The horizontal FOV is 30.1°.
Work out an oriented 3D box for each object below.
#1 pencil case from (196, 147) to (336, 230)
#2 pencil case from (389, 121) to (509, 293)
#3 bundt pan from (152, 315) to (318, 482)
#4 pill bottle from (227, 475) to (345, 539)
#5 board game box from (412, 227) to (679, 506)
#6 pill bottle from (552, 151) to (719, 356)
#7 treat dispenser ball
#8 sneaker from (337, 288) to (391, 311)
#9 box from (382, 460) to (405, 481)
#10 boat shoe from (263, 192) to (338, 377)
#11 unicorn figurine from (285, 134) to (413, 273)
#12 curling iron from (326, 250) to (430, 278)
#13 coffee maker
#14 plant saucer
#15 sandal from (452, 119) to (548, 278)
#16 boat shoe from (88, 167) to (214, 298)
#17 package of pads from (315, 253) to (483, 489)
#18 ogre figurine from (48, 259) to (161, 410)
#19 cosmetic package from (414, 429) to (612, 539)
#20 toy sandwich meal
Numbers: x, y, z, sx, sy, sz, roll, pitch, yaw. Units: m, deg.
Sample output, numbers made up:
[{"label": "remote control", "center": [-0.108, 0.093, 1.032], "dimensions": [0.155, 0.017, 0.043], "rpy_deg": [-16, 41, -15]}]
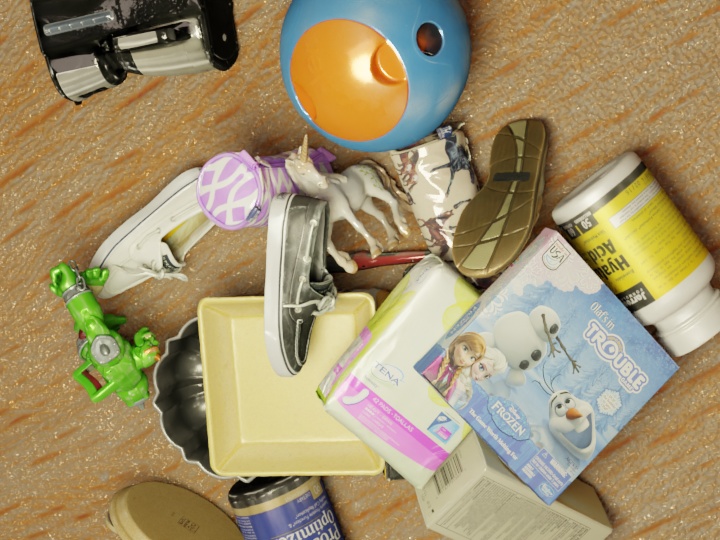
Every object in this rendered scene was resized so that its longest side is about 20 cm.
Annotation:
[{"label": "pencil case", "center": [-0.098, -0.093, 1.433], "dimensions": [0.083, 0.200, 0.086], "rpy_deg": [34, 107, 15]}, {"label": "pencil case", "center": [0.106, -0.057, 1.455], "dimensions": [0.088, 0.078, 0.202], "rpy_deg": [-22, 97, 2]}, {"label": "bundt pan", "center": [-0.136, 0.137, 1.551], "dimensions": [0.199, 0.076, 0.205], "rpy_deg": [2, 100, 10]}, {"label": "pill bottle", "center": [-0.070, 0.328, 1.562], "dimensions": [0.111, 0.112, 0.202], "rpy_deg": [-20, 97, 16]}, {"label": "board game box", "center": [0.190, 0.098, 1.365], "dimensions": [0.199, 0.043, 0.200], "rpy_deg": [-46, 103, -4]}, {"label": "pill bottle", "center": [0.300, -0.014, 1.403], "dimensions": [0.111, 0.111, 0.201], "rpy_deg": [-37, 92, 17]}, {"label": "treat dispenser ball", "center": [0.015, -0.224, 1.377], "dimensions": [0.198, 0.201, 0.204], "rpy_deg": [3, 103, 12]}, {"label": "sneaker", "center": [0.001, 0.118, 1.531], "dimensions": [0.087, 0.075, 0.203], "rpy_deg": [7, 100, 27]}, {"label": "box", "center": [0.116, 0.140, 1.477], "dimensions": [0.197, 0.049, 0.162], "rpy_deg": [-4, 104, -9]}, {"label": "boat shoe", "center": [-0.057, 0.019, 1.381], "dimensions": [0.067, 0.074, 0.202], "rpy_deg": [8, 107, 16]}, {"label": "unicorn figurine", "center": [-0.015, -0.074, 1.421], "dimensions": [0.073, 0.200, 0.138], "rpy_deg": [-33, 89, 20]}, {"label": "curling iron", "center": [0.000, 0.000, 1.519], "dimensions": [0.197, 0.026, 0.050], "rpy_deg": [2, 99, 13]}, {"label": "coffee maker", "center": [-0.250, -0.296, 1.475], "dimensions": [0.197, 0.135, 0.195], "rpy_deg": [-8, 77, 13]}, {"label": "plant saucer", "center": [-0.072, 0.122, 1.474], "dimensions": [0.197, 0.048, 0.203], "rpy_deg": [-2, 100, 11]}, {"label": "sandal", "center": [0.157, -0.071, 1.411], "dimensions": [0.079, 0.202, 0.054], "rpy_deg": [4, 146, 27]}, {"label": "boat shoe", "center": [-0.227, -0.020, 1.534], "dimensions": [0.201, 0.074, 0.087], "rpy_deg": [-40, 60, 12]}, {"label": "package of pads", "center": [0.065, 0.102, 1.402], "dimensions": [0.154, 0.068, 0.200], "rpy_deg": [40, 92, -15]}, {"label": "ogre figurine", "center": [-0.285, 0.083, 1.509], "dimensions": [0.120, 0.097, 0.201], "rpy_deg": [56, 152, 31]}, {"label": "cosmetic package", "center": [0.167, 0.257, 1.461], "dimensions": [0.199, 0.071, 0.105], "rpy_deg": [31, 114, -30]}, {"label": "toy sandwich meal", "center": [-0.211, 0.325, 1.560], "dimensions": [0.204, 0.205, 0.071], "rpy_deg": [32, 105, 5]}]
